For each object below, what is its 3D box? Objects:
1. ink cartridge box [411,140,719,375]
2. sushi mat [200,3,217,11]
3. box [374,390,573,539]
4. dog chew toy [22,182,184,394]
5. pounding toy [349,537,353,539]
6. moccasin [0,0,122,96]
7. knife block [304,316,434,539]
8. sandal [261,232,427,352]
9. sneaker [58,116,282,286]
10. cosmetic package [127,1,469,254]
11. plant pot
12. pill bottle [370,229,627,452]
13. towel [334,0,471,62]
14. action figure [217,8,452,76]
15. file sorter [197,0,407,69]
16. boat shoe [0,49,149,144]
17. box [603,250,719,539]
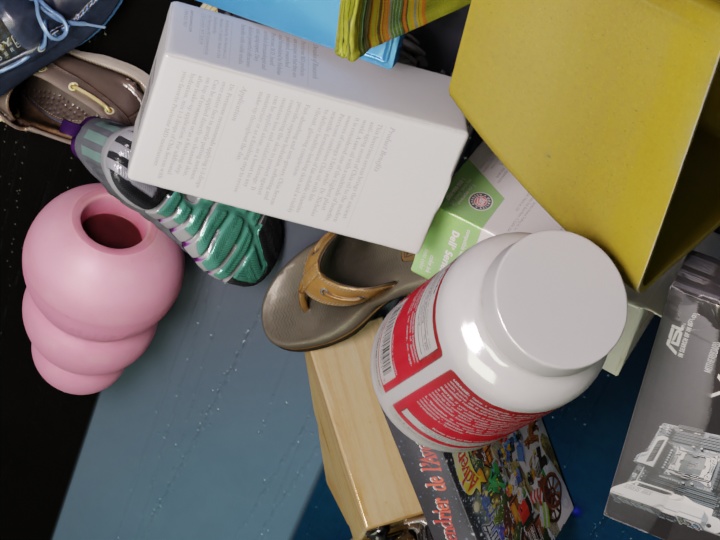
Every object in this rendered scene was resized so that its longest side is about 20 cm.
[{"bbox_3d":[0.150,-0.006,1.514,0.200,0.117,0.067,27,132,12],"label":"ink cartridge box"},{"bbox_3d":[-0.047,-0.191,1.573,0.096,0.012,0.200,44,132,-2],"label":"sushi mat"},{"bbox_3d":[0.087,0.133,1.633,0.038,0.137,0.200,-6,118,32],"label":"box"},{"bbox_3d":[-0.209,0.024,1.746,0.124,0.125,0.200,31,138,8],"label":"dog chew toy"},{"bbox_3d":[0.004,0.344,1.781,0.184,0.200,0.142,44,131,-3],"label":"pounding toy"},{"bbox_3d":[-0.240,-0.178,1.618,0.200,0.068,0.080,-44,80,19],"label":"moccasin"},{"bbox_3d":[0.022,0.159,1.668,0.064,0.176,0.200,-15,121,-12],"label":"knife block"},{"bbox_3d":[0.000,0.000,1.624,0.200,0.055,0.082,-19,66,35],"label":"sandal"},{"bbox_3d":[-0.136,-0.059,1.652,0.087,0.074,0.200,27,169,41],"label":"sneaker"},{"bbox_3d":[-0.040,-0.092,1.444,0.200,0.071,0.102,15,125,-11],"label":"cosmetic package"},{"bbox_3d":[0.171,-0.144,1.371,0.176,0.200,0.200,32,132,21],"label":"plant pot"},{"bbox_3d":[0.087,0.042,1.389,0.112,0.112,0.200,44,157,-3],"label":"pill bottle"},{"bbox_3d":[0.062,-0.197,1.386,0.018,0.200,0.086,36,136,30],"label":"towel"},{"bbox_3d":[-0.023,-0.116,1.533,0.200,0.130,0.069,30,173,10],"label":"action figure"},{"bbox_3d":[-0.039,-0.244,1.445,0.200,0.123,0.139,20,122,11],"label":"file sorter"},{"bbox_3d":[-0.250,-0.138,1.694,0.200,0.060,0.072,18,128,19],"label":"boat shoe"},{"bbox_3d":[0.254,0.100,1.425,0.158,0.050,0.200,21,129,12],"label":"box"}]
